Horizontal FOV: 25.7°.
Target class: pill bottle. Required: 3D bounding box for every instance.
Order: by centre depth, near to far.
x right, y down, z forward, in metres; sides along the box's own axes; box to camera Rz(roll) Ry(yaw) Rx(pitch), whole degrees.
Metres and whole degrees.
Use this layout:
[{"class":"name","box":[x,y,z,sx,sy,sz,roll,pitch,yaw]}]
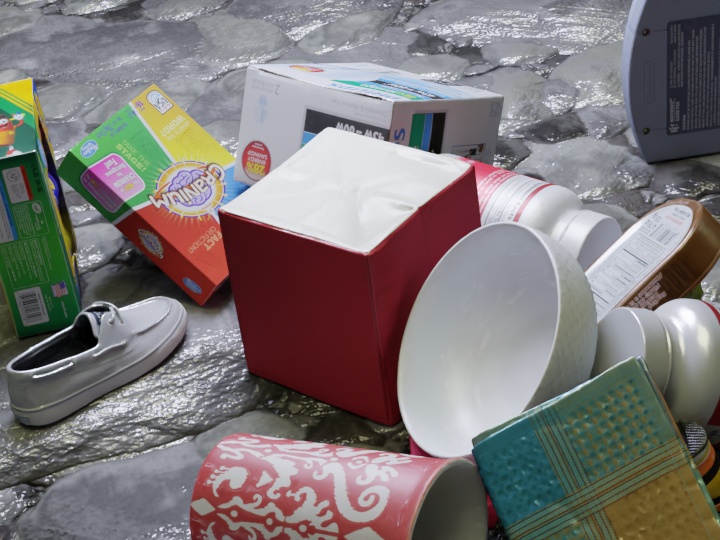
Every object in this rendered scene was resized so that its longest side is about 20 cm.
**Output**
[{"class":"pill bottle","box":[0.286,0.083,1.244,0.198,0.113,0.112,8,28,-20]},{"class":"pill bottle","box":[0.143,-0.035,1.501,0.199,0.113,0.112,20,42,35]}]

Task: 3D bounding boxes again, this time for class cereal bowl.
[{"class":"cereal bowl","box":[0.120,0.066,1.270,0.083,0.201,0.200,20,18,-32]}]

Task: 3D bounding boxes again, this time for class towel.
[{"class":"towel","box":[0.180,0.181,1.131,0.146,0.022,0.201,-26,71,6]}]

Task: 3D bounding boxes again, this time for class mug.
[{"class":"mug","box":[-0.030,0.202,1.178,0.199,0.134,0.178,8,35,30]}]

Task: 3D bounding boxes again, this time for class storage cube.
[{"class":"storage cube","box":[0.000,0.000,1.431,0.199,0.181,0.171,17,40,34]}]

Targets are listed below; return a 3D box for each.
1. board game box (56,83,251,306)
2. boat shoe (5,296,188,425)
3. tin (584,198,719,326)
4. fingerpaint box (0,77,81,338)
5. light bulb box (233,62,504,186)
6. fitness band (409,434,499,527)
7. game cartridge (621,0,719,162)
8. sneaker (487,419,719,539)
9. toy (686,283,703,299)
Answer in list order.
[{"class":"board game box","box":[-0.188,-0.080,1.614,0.200,0.040,0.153,42,45,0]},{"class":"boat shoe","box":[-0.248,0.068,1.482,0.199,0.069,0.072,-29,38,-28]},{"class":"tin","box":[0.220,0.019,1.326,0.200,0.042,0.112,-45,13,2]},{"class":"fingerpaint box","box":[-0.335,-0.065,1.581,0.073,0.201,0.167,-12,32,-5]},{"class":"light bulb box","box":[0.009,-0.137,1.631,0.197,0.126,0.199,18,17,34]},{"class":"fitness band","box":[0.112,0.142,1.327,0.142,0.038,0.201,-8,32,5]},{"class":"game cartridge","box":[0.342,-0.211,1.658,0.132,0.201,0.041,-10,36,-4]},{"class":"sneaker","box":[0.191,0.198,1.193,0.199,0.090,0.070,-32,22,12]},{"class":"toy","box":[0.271,0.039,1.388,0.047,0.116,0.200,22,37,6]}]
